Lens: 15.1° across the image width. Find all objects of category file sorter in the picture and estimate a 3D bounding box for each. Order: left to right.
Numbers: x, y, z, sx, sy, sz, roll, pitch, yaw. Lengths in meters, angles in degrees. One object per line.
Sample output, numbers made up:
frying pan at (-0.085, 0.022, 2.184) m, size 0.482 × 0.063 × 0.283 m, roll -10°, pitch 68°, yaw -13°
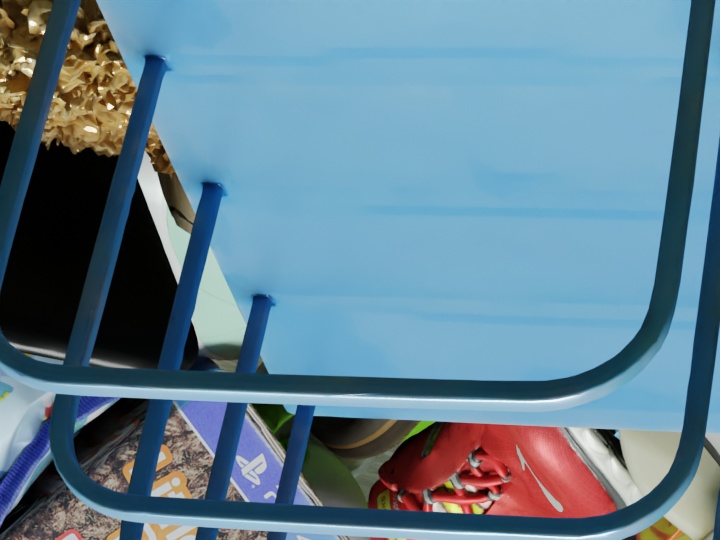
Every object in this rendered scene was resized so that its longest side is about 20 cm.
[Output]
file sorter at (0.017, 0.022, 0.564) m, size 0.138 × 0.123 × 0.200 m, roll 2°, pitch 147°, yaw 16°

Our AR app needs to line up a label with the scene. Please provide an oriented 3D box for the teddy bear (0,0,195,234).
teddy bear at (-0.080, -0.057, 0.653) m, size 0.200 × 0.067 × 0.145 m, roll 22°, pitch 170°, yaw -40°

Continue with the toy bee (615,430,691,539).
toy bee at (0.111, 0.078, 1.073) m, size 0.130 × 0.109 × 0.200 m, roll 18°, pitch 170°, yaw -18°

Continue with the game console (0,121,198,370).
game console at (-0.158, -0.002, 0.710) m, size 0.116 × 0.176 × 0.200 m, roll 47°, pitch -172°, yaw -29°

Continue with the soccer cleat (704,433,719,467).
soccer cleat at (0.120, 0.026, 0.708) m, size 0.086 × 0.200 × 0.070 m, roll -39°, pitch 159°, yaw 17°

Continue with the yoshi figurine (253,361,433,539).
yoshi figurine at (-0.005, 0.081, 1.098) m, size 0.111 × 0.201 × 0.113 m, roll 9°, pitch 139°, yaw 2°

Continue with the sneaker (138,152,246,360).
sneaker at (0.000, 0.000, 0.841) m, size 0.118 × 0.074 × 0.200 m, roll 18°, pitch 170°, yaw 11°

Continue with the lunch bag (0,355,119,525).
lunch bag at (-0.179, -0.006, 0.902) m, size 0.200 × 0.127 × 0.170 m, roll 48°, pitch 166°, yaw -9°

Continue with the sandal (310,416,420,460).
sandal at (0.015, 0.015, 0.936) m, size 0.054 × 0.082 × 0.200 m, roll 35°, pitch 166°, yaw -5°

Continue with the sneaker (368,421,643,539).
sneaker at (0.044, 0.078, 0.948) m, size 0.077 × 0.085 × 0.200 m, roll 57°, pitch 168°, yaw 9°

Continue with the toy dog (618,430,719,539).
toy dog at (0.177, 0.078, 0.892) m, size 0.193 × 0.140 × 0.200 m, roll 18°, pitch 176°, yaw 39°

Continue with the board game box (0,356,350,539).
board game box at (-0.104, 0.125, 0.927) m, size 0.097 × 0.200 × 0.159 m, roll 53°, pitch 174°, yaw -7°
